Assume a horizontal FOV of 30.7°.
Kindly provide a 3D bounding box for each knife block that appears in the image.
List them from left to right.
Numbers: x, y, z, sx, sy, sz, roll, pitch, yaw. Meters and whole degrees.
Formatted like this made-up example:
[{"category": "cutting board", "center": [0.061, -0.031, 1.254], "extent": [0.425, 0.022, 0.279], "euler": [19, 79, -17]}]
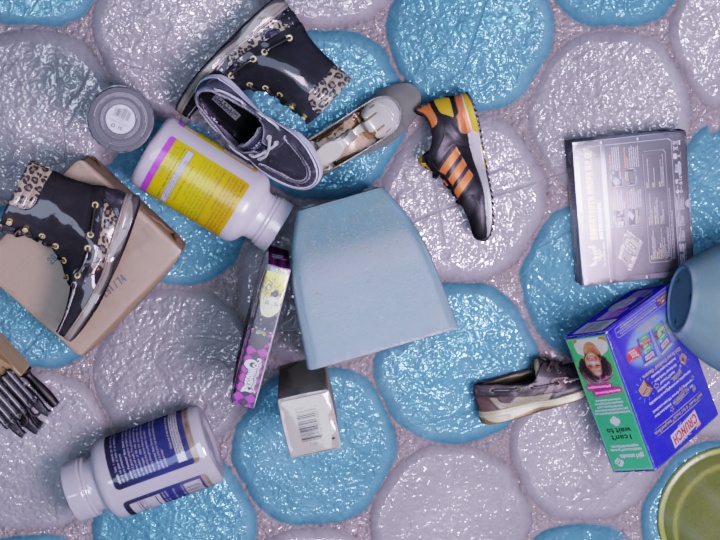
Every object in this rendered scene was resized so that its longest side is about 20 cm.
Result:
[{"category": "knife block", "center": [-0.490, 0.128, 1.762], "extent": [0.064, 0.176, 0.200], "euler": [-40, 53, 1]}]

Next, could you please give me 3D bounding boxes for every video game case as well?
[{"category": "video game case", "center": [-0.129, 0.068, 1.698], "extent": [0.036, 0.200, 0.182], "euler": [15, 96, -6]}]

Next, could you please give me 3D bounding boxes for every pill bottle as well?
[{"category": "pill bottle", "center": [-0.293, 0.263, 1.758], "extent": [0.200, 0.111, 0.111], "euler": [-20, 98, -1]}, {"category": "pill bottle", "center": [-0.191, -0.107, 1.719], "extent": [0.200, 0.104, 0.104], "euler": [32, 94, -6]}]

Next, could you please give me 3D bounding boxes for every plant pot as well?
[{"category": "plant pot", "center": [0.000, 0.000, 1.708], "extent": [0.195, 0.196, 0.200], "euler": [-15, 92, -1]}, {"category": "plant pot", "center": [0.480, 0.044, 1.715], "extent": [0.134, 0.200, 0.201], "euler": [7, 97, -7]}, {"category": "plant pot", "center": [0.528, 0.360, 1.785], "extent": [0.200, 0.184, 0.201], "euler": [-1, 97, -4]}]

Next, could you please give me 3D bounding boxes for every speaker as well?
[{"category": "speaker", "center": [-0.301, -0.193, 1.654], "extent": [0.081, 0.200, 0.081], "euler": [-1, 97, -9]}]

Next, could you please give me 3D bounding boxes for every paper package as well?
[{"category": "paper package", "center": [-0.361, -0.020, 1.721], "extent": [0.191, 0.103, 0.200], "euler": [43, 92, -9]}]

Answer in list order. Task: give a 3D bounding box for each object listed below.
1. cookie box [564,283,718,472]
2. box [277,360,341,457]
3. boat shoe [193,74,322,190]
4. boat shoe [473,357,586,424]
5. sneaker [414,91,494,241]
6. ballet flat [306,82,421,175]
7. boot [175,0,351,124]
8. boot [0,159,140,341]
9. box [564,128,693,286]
[{"category": "cookie box", "center": [0.378, 0.144, 1.761], "extent": [0.171, 0.075, 0.200], "euler": [-28, 101, -41]}, {"category": "box", "center": [-0.068, 0.175, 1.715], "extent": [0.068, 0.200, 0.082], "euler": [-12, 97, -2]}, {"category": "boat shoe", "center": [-0.131, -0.169, 1.673], "extent": [0.072, 0.068, 0.200], "euler": [-42, 106, 17]}, {"category": "boat shoe", "center": [0.251, 0.152, 1.797], "extent": [0.200, 0.073, 0.065], "euler": [-21, 103, -1]}, {"category": "sneaker", "center": [0.125, -0.134, 1.758], "extent": [0.090, 0.070, 0.201], "euler": [-10, 95, 3]}, {"category": "ballet flat", "center": [-0.002, -0.181, 1.742], "extent": [0.200, 0.064, 0.067], "euler": [-32, 98, 1]}, {"category": "boot", "center": [-0.127, -0.239, 1.723], "extent": [0.204, 0.073, 0.154], "euler": [-45, 101, 4]}, {"category": "boot", "center": [-0.375, -0.028, 1.630], "extent": [0.150, 0.073, 0.200], "euler": [24, 92, -9]}, {"category": "box", "center": [0.366, -0.085, 1.785], "extent": [0.158, 0.048, 0.200], "euler": [-7, 98, -2]}]
